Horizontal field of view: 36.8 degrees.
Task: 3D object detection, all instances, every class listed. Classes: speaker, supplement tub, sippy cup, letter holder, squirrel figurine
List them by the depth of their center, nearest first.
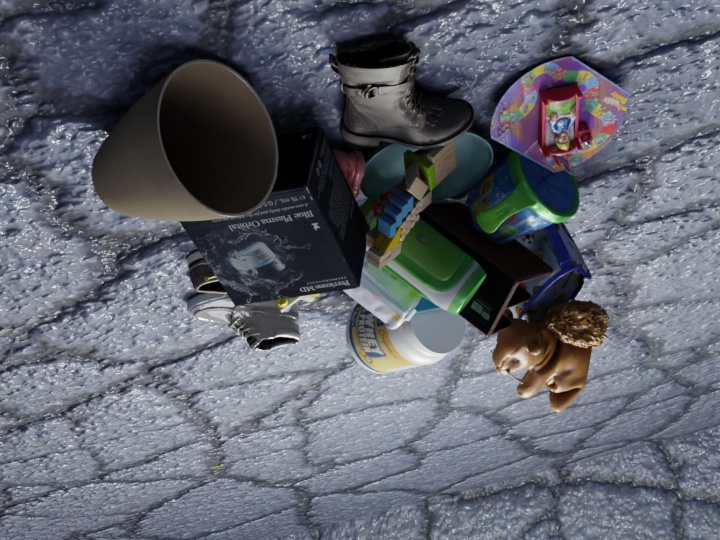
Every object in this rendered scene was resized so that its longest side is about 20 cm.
[{"bbox_3d":[0.081,-0.026,1.554,0.089,0.199,0.089,-51,171,-12],"label":"speaker"},{"bbox_3d":[0.231,-0.108,1.598,0.177,0.141,0.130,12,146,-40],"label":"sippy cup"},{"bbox_3d":[0.174,-0.009,1.653,0.142,0.200,0.101,-13,135,-53],"label":"letter holder"},{"bbox_3d":[0.295,0.106,1.706,0.200,0.142,0.186,-42,141,15],"label":"squirrel figurine"},{"bbox_3d":[0.080,0.099,1.904,0.143,0.146,0.199,5,166,-32],"label":"supplement tub"}]

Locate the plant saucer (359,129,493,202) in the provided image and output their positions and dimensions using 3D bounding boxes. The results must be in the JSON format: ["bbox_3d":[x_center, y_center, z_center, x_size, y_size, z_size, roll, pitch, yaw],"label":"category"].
[{"bbox_3d":[0.091,-0.158,1.558,0.198,0.036,0.201,-9,154,-4],"label":"plant saucer"}]

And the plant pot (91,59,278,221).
[{"bbox_3d":[-0.236,-0.137,1.324,0.199,0.190,0.186,-14,159,40],"label":"plant pot"}]

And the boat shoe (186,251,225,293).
[{"bbox_3d":[-0.189,0.014,1.758,0.198,0.060,0.072,10,146,-38],"label":"boat shoe"}]

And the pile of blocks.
[{"bbox_3d":[0.052,-0.104,1.465,0.201,0.062,0.082,-57,152,-2],"label":"pile of blocks"}]

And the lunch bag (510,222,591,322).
[{"bbox_3d":[0.285,-0.026,1.748,0.123,0.171,0.201,-18,156,-14],"label":"lunch bag"}]

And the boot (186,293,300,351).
[{"bbox_3d":[-0.196,0.089,1.866,0.198,0.097,0.074,-2,153,-21],"label":"boot"}]

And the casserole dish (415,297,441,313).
[{"bbox_3d":[0.127,0.023,1.766,0.198,0.039,0.121,-8,153,-32],"label":"casserole dish"}]

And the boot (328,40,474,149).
[{"bbox_3d":[0.057,-0.226,1.365,0.198,0.070,0.175,-7,155,-6],"label":"boot"}]

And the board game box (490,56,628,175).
[{"bbox_3d":[0.280,-0.200,1.481,0.199,0.039,0.158,22,125,-34],"label":"board game box"}]

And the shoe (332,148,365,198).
[{"bbox_3d":[-0.058,-0.105,1.556,0.090,0.072,0.201,3,146,-18],"label":"shoe"}]

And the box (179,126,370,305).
[{"bbox_3d":[-0.114,-0.068,1.456,0.195,0.118,0.201,-8,137,19],"label":"box"}]

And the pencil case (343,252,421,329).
[{"bbox_3d":[0.000,0.000,1.616,0.200,0.083,0.091,40,169,-13],"label":"pencil case"}]

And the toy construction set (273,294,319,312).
[{"bbox_3d":[-0.045,-0.010,1.689,0.198,0.132,0.092,-8,156,-9],"label":"toy construction set"}]
